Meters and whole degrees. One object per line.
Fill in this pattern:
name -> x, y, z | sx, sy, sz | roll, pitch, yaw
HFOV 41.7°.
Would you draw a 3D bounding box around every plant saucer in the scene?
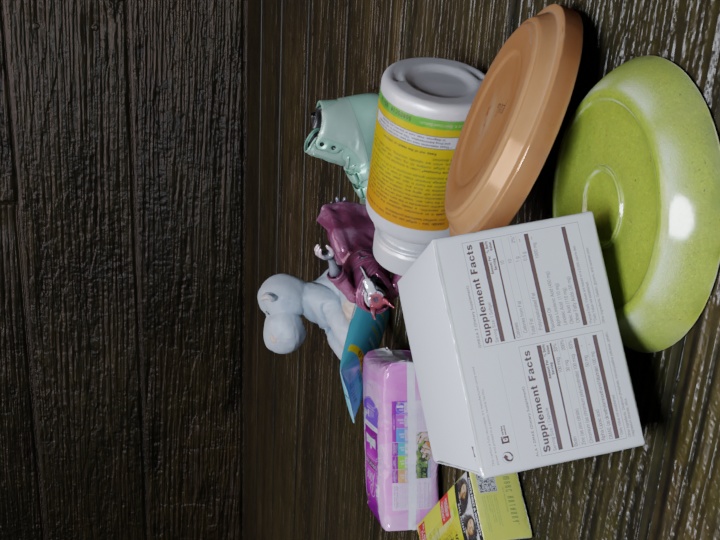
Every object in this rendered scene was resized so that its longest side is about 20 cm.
plant saucer -> 0.176, -0.044, 0.643 | 0.200, 0.031, 0.201 | 179, 90, -76
plant saucer -> 0.112, -0.114, 0.743 | 0.200, 0.032, 0.201 | -160, 90, -81

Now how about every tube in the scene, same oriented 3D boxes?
tube -> -0.001, 0.103, 1.212 | 0.200, 0.050, 0.078 | -71, -33, -58

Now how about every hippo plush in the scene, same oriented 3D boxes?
hippo plush -> -0.071, 0.053, 1.414 | 0.159, 0.160, 0.201 | -163, 71, -76

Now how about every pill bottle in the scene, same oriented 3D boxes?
pill bottle -> 0.064, -0.097, 0.933 | 0.111, 0.111, 0.201 | -109, 21, -51

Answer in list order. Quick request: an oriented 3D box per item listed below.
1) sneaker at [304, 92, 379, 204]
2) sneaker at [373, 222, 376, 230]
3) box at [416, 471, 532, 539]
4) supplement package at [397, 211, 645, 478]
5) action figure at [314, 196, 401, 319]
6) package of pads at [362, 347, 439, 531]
sneaker -> -0.020, -0.136, 1.265 | 0.074, 0.118, 0.201 | -136, 44, -69
sneaker -> 0.061, -0.108, 1.049 | 0.088, 0.075, 0.201 | 176, 93, -65
box -> 0.107, 0.256, 0.933 | 0.200, 0.050, 0.076 | 111, 153, -59
supplement package -> 0.104, 0.058, 0.692 | 0.200, 0.110, 0.156 | 120, 139, -80
action figure -> 0.000, 0.000, 1.171 | 0.200, 0.133, 0.149 | -103, 16, -49
package of pads -> 0.047, 0.197, 1.127 | 0.120, 0.075, 0.201 | -163, 72, -80
